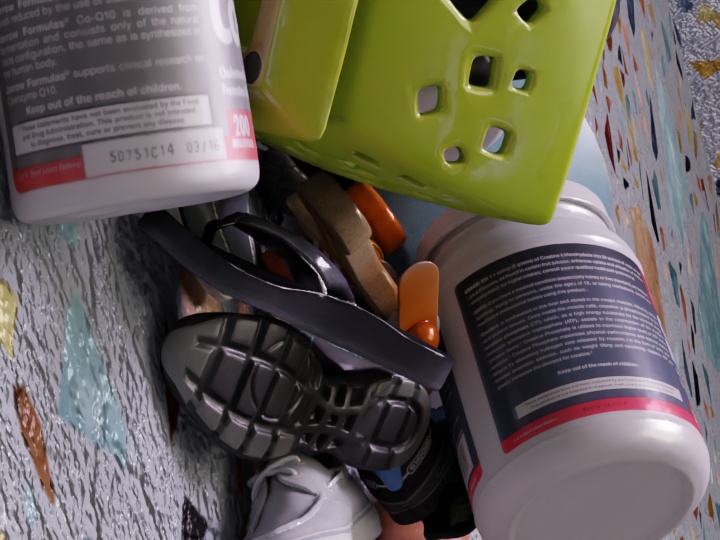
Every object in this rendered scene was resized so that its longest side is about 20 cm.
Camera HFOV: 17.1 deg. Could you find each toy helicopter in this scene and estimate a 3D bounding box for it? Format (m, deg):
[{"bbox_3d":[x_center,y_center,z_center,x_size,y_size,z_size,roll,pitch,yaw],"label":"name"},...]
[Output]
[{"bbox_3d":[0.000,0.000,1.356,0.133,0.079,0.200,53,-4,18],"label":"toy helicopter"}]

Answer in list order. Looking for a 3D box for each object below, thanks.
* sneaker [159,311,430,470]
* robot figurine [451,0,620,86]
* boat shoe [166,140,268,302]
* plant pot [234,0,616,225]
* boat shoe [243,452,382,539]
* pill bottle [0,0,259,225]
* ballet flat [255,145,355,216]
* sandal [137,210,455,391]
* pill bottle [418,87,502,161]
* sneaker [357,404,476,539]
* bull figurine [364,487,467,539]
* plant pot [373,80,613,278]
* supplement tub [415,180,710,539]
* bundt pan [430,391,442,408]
[{"bbox_3d":[-0.048,0.064,1.306,0.199,0.079,0.076,25,90,-49],"label":"sneaker"},{"bbox_3d":[0.082,-0.186,1.350,0.125,0.149,0.201,-43,-136,53],"label":"robot figurine"},{"bbox_3d":[-0.076,-0.083,1.295,0.073,0.061,0.202,-46,127,-74],"label":"boat shoe"},{"bbox_3d":[-0.003,-0.146,1.193,0.181,0.198,0.202,11,94,-38],"label":"plant pot"},{"bbox_3d":[-0.034,0.134,1.328,0.069,0.072,0.200,66,17,2],"label":"boat shoe"},{"bbox_3d":[-0.114,-0.127,1.074,0.114,0.113,0.202,-7,88,-75],"label":"pill bottle"},{"bbox_3d":[-0.055,-0.104,1.402,0.200,0.056,0.067,62,25,-52],"label":"ballet flat"},{"bbox_3d":[-0.033,0.004,1.264,0.199,0.076,0.043,26,93,-31],"label":"sandal"},{"bbox_3d":[0.013,-0.163,1.458,0.112,0.112,0.201,51,19,-63],"label":"pill bottle"},{"bbox_3d":[0.048,0.125,1.469,0.083,0.070,0.199,67,18,10],"label":"sneaker"},{"bbox_3d":[0.038,0.193,1.516,0.121,0.065,0.200,33,35,-4],"label":"bull figurine"},{"bbox_3d":[0.044,-0.043,1.549,0.134,0.199,0.201,-35,121,-34],"label":"plant pot"},{"bbox_3d":[0.114,0.060,1.407,0.141,0.139,0.201,61,12,-53],"label":"supplement tub"},{"bbox_3d":[0.070,0.079,1.739,0.202,0.075,0.204,-8,90,-76],"label":"bundt pan"}]
